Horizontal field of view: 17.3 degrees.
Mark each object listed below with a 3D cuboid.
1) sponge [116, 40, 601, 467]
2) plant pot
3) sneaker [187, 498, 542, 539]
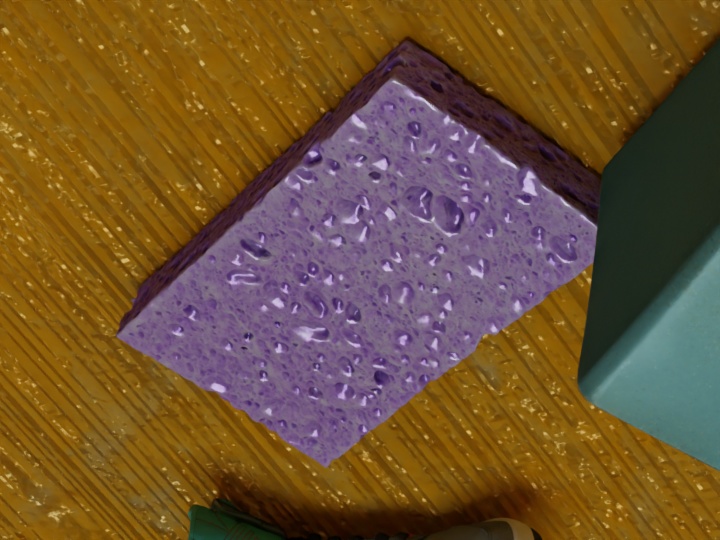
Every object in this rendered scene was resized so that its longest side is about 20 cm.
[{"bbox_3d":[0.000,0.000,0.953,0.112,0.030,0.200,35,132,-16],"label":"sponge"},{"bbox_3d":[0.189,-0.033,0.793,0.141,0.141,0.200,28,126,-10],"label":"plant pot"},{"bbox_3d":[-0.022,0.142,1.063,0.121,0.084,0.200,32,135,-27],"label":"sneaker"}]
